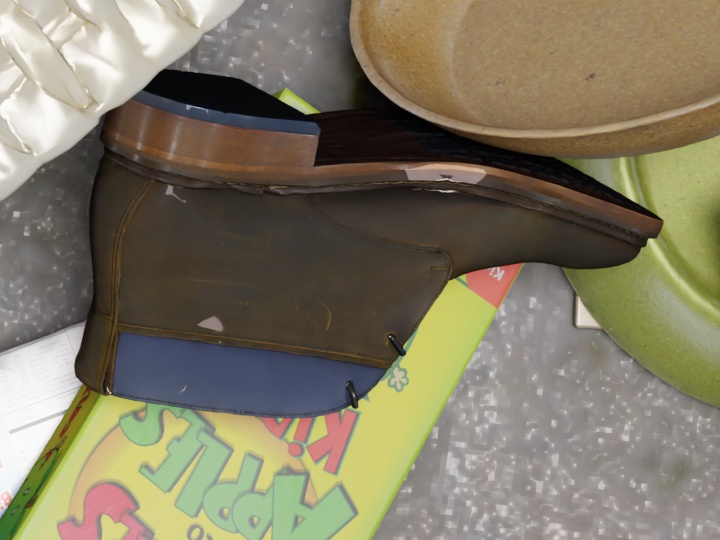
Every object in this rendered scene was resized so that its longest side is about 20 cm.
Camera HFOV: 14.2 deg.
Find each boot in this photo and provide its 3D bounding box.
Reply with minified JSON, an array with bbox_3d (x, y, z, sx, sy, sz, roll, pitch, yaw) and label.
[{"bbox_3d":[0.000,0.000,0.913,0.199,0.075,0.097,10,103,-29],"label":"boot"}]

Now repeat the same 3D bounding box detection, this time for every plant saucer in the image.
[{"bbox_3d":[0.158,-0.048,0.999,0.199,0.031,0.201,0,89,-9],"label":"plant saucer"},{"bbox_3d":[0.095,-0.095,0.932,0.200,0.200,0.036,-31,126,-8],"label":"plant saucer"}]

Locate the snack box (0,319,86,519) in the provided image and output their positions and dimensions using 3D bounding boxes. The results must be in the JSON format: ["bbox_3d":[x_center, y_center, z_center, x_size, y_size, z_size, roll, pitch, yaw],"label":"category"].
[{"bbox_3d":[-0.146,0.075,0.956,0.199,0.024,0.072,-20,91,-9],"label":"snack box"}]

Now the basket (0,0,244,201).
[{"bbox_3d":[-0.139,-0.112,0.780,0.135,0.123,0.200,-40,105,-13],"label":"basket"}]

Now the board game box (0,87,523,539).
[{"bbox_3d":[-0.039,0.054,0.939,0.101,0.048,0.201,34,72,-14],"label":"board game box"}]

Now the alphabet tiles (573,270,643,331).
[{"bbox_3d":[0.142,-0.061,1.016,0.199,0.008,0.168,3,89,-10],"label":"alphabet tiles"}]
